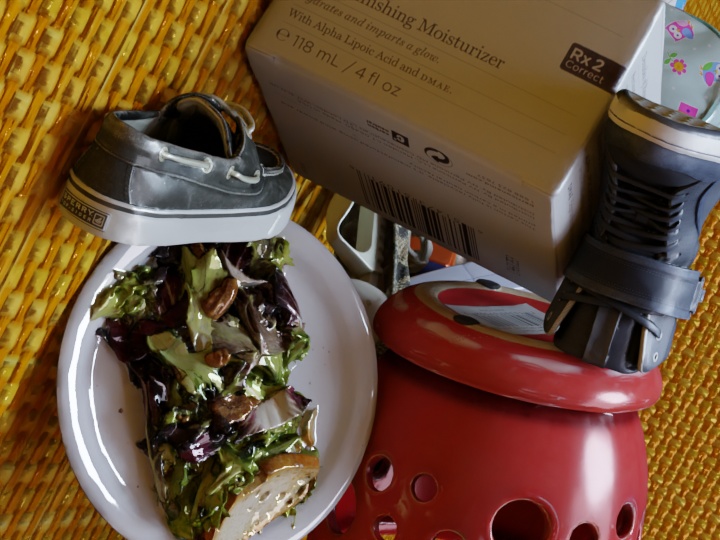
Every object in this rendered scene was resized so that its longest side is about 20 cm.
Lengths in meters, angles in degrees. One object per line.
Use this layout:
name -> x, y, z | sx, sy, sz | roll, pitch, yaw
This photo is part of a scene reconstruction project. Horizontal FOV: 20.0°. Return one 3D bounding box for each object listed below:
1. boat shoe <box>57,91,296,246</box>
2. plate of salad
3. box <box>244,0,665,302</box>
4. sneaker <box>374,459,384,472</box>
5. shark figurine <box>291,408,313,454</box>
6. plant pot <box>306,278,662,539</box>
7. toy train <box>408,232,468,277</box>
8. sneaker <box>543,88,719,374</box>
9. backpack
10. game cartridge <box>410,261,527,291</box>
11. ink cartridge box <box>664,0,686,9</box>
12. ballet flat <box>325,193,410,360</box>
boat shoe -> -0.080, -0.055, 1.054 | 0.064, 0.071, 0.200 | -66, 163, 15
plate of salad -> -0.070, 0.062, 1.111 | 0.048, 0.200, 0.200 | -1, -127, 59
box -> 0.061, -0.102, 1.192 | 0.131, 0.199, 0.200 | -60, 164, -13
sneaker -> 0.041, 0.100, 1.356 | 0.200, 0.076, 0.091 | -57, 156, 19
shark figurine -> -0.085, 0.049, 1.255 | 0.089, 0.128, 0.215 | -32, -165, 4
plant pot -> 0.081, 0.113, 1.227 | 0.200, 0.200, 0.183 | -22, 128, -68
toy train -> 0.058, -0.024, 1.563 | 0.200, 0.084, 0.116 | 94, 17, -56
sneaker -> 0.150, -0.016, 1.103 | 0.146, 0.077, 0.202 | -66, 165, 2
backpack -> 0.185, -0.141, 1.531 | 0.167, 0.200, 0.127 | -59, 168, -9
game cartridge -> 0.025, 0.060, 1.492 | 0.200, 0.041, 0.133 | -20, 151, -18
ink cartridge box -> 0.192, -0.172, 1.732 | 0.200, 0.086, 0.147 | -37, 151, -56
ballet flat -> 0.000, 0.000, 1.343 | 0.075, 0.068, 0.200 | 42, 43, -48
